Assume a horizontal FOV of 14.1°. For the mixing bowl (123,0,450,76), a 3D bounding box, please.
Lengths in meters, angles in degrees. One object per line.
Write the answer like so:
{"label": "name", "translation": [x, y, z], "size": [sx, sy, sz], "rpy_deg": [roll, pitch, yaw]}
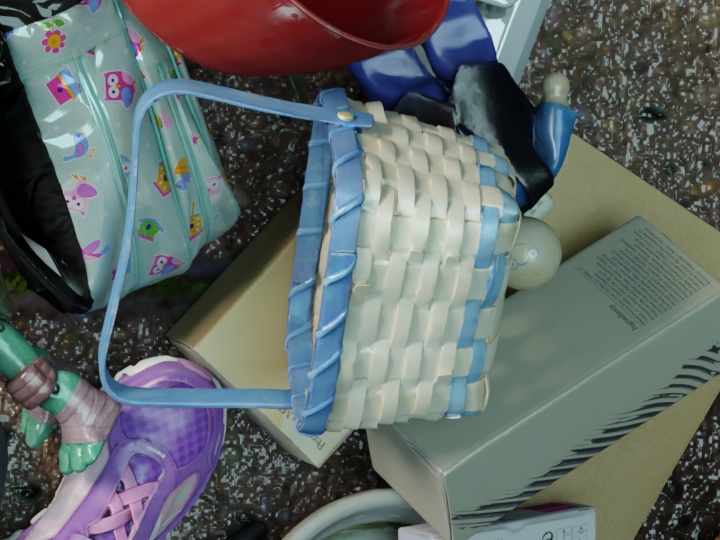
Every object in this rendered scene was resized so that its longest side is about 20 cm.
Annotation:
{"label": "mixing bowl", "translation": [-0.059, -0.173, 1.457], "size": [0.108, 0.200, 0.200], "rpy_deg": [-32, 108, 34]}

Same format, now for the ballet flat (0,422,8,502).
{"label": "ballet flat", "translation": [-0.240, 0.155, 1.529], "size": [0.073, 0.073, 0.200], "rpy_deg": [39, 70, -16]}

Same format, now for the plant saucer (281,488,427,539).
{"label": "plant saucer", "translation": [-0.002, 0.218, 1.620], "size": [0.200, 0.050, 0.201], "rpy_deg": [-4, 97, -36]}

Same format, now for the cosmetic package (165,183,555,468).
{"label": "cosmetic package", "translation": [0.000, 0.000, 1.606], "size": [0.105, 0.071, 0.200], "rpy_deg": [43, 82, -15]}

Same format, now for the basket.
{"label": "basket", "translation": [-0.027, -0.002, 1.481], "size": [0.199, 0.139, 0.177], "rpy_deg": [6, 117, -13]}

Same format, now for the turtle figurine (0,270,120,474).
{"label": "turtle figurine", "translation": [-0.221, 0.027, 1.501], "size": [0.200, 0.150, 0.101], "rpy_deg": [36, 103, -27]}

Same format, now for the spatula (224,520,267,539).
{"label": "spatula", "translation": [-0.114, 0.193, 1.574], "size": [0.021, 0.057, 0.200], "rpy_deg": [29, 47, 22]}

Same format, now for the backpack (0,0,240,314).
{"label": "backpack", "translation": [-0.151, -0.078, 1.515], "size": [0.126, 0.167, 0.201], "rpy_deg": [-26, 109, -12]}

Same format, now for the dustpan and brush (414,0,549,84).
{"label": "dustpan and brush", "translation": [0.024, -0.178, 1.603], "size": [0.199, 0.057, 0.140], "rpy_deg": [21, 89, -17]}

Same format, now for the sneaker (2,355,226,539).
{"label": "sneaker", "translation": [-0.137, 0.139, 1.554], "size": [0.080, 0.088, 0.200], "rpy_deg": [35, 96, -14]}

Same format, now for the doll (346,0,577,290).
{"label": "doll", "translation": [0.045, -0.078, 1.549], "size": [0.136, 0.048, 0.200], "rpy_deg": [-30, 92, 2]}

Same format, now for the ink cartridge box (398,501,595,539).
{"label": "ink cartridge box", "translation": [0.077, 0.236, 1.624], "size": [0.119, 0.042, 0.201], "rpy_deg": [-5, 96, -36]}

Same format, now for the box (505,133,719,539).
{"label": "box", "translation": [0.132, 0.046, 1.674], "size": [0.163, 0.021, 0.200], "rpy_deg": [32, 86, -17]}

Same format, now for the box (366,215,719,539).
{"label": "box", "translation": [0.103, 0.059, 1.592], "size": [0.200, 0.082, 0.069], "rpy_deg": [-31, 140, -18]}

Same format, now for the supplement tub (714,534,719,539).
{"label": "supplement tub", "translation": [0.261, 0.248, 1.678], "size": [0.122, 0.123, 0.201], "rpy_deg": [-10, 98, -15]}
